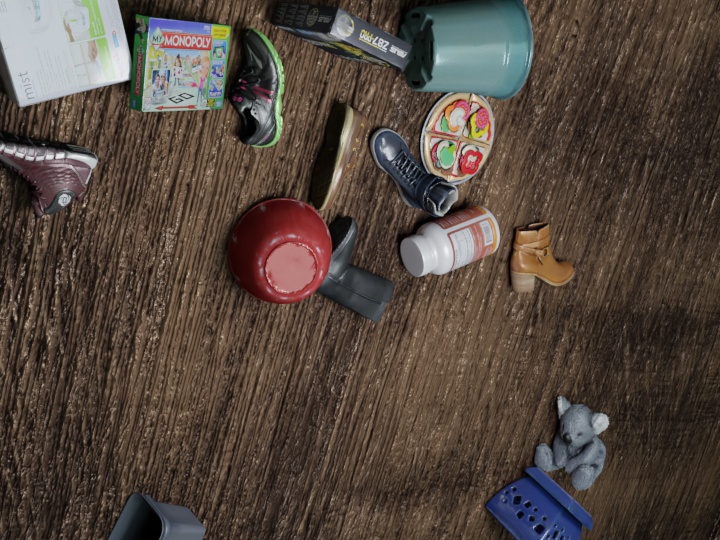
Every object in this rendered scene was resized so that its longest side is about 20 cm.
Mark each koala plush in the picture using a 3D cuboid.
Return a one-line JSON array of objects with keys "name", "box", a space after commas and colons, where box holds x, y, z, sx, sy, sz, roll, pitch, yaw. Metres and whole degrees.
[{"name": "koala plush", "box": [0.582, 0.441, 2.181, 0.183, 0.176, 0.202, -26, 123, -38]}]

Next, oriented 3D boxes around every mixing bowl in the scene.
[{"name": "mixing bowl", "box": [-0.135, -0.019, 1.462, 0.197, 0.108, 0.203, -5, 109, -14]}]

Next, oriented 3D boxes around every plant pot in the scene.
[{"name": "plant pot", "box": [0.186, -0.417, 1.517, 0.194, 0.200, 0.203, -9, 114, -24]}, {"name": "plant pot", "box": [0.488, 0.655, 2.162, 0.180, 0.200, 0.200, -48, 130, -2]}]

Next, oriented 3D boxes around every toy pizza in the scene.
[{"name": "toy pizza", "box": [0.208, -0.274, 1.685, 0.198, 0.032, 0.203, -15, 117, -30]}]

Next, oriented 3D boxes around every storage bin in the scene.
[{"name": "storage bin", "box": [-0.387, 0.540, 1.542, 0.134, 0.145, 0.202, 22, 96, -49]}]

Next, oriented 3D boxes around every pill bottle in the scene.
[{"name": "pill bottle", "box": [0.187, -0.059, 1.710, 0.198, 0.112, 0.114, -21, 120, -27]}]

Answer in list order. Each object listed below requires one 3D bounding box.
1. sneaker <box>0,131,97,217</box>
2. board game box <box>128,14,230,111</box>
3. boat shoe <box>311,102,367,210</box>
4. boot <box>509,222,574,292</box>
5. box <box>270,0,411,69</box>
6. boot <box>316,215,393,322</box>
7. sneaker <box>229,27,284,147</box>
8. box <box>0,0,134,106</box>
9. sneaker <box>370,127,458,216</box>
[{"name": "sneaker", "box": [-0.498, -0.137, 1.209, 0.198, 0.075, 0.117, 6, 109, -38]}, {"name": "board game box", "box": [-0.277, -0.319, 1.260, 0.199, 0.029, 0.136, -24, 128, -60]}, {"name": "boat shoe", "box": [-0.036, -0.205, 1.512, 0.067, 0.072, 0.203, 11, 100, -36]}, {"name": "boot", "box": [0.439, -0.041, 1.927, 0.198, 0.073, 0.157, -15, 113, -33]}, {"name": "box", "box": [-0.034, -0.393, 1.351, 0.160, 0.199, 0.050, 18, 97, -39]}, {"name": "boot", "box": [-0.001, 0.001, 1.628, 0.199, 0.066, 0.166, 29, 99, -37]}, {"name": "sneaker", "box": [-0.178, -0.303, 1.366, 0.083, 0.076, 0.203, -18, 118, -33]}, {"name": "box", "box": [-0.435, -0.355, 1.145, 0.175, 0.096, 0.202, -23, 121, -26]}, {"name": "sneaker", "box": [0.110, -0.188, 1.579, 0.077, 0.146, 0.203, -46, 127, -8]}]
